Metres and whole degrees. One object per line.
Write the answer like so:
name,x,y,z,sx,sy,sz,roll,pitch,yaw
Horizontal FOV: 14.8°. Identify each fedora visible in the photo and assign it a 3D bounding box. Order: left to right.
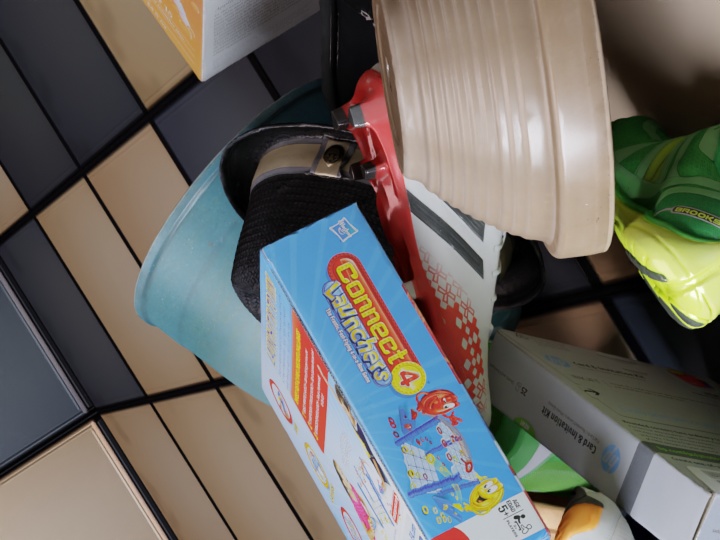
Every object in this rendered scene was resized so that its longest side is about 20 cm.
fedora,0.000,0.000,1.568,0.200,0.092,0.201,20,156,10

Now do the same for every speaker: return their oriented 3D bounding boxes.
speaker,0.098,0.087,1.588,0.089,0.088,0.200,52,-165,20

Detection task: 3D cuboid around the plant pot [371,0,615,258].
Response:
plant pot,0.057,-0.100,1.314,0.201,0.092,0.202,171,90,-86

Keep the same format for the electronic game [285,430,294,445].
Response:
electronic game,0.036,0.114,1.918,0.199,0.042,0.200,17,141,14

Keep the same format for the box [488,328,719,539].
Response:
box,0.173,0.098,1.422,0.156,0.041,0.200,13,-164,-36

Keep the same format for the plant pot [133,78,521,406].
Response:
plant pot,-0.009,0.014,1.753,0.188,0.200,0.200,41,162,15

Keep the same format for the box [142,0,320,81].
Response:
box,-0.091,-0.224,1.682,0.125,0.097,0.200,53,165,15

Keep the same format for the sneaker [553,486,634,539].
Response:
sneaker,0.148,0.180,1.376,0.092,0.076,0.200,8,143,25

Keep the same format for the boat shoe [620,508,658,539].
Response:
boat shoe,0.158,0.182,1.545,0.074,0.201,0.062,19,166,12

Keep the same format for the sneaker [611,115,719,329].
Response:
sneaker,0.161,-0.031,1.315,0.074,0.083,0.200,56,-175,-19

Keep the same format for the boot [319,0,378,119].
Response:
boot,0.044,-0.101,1.536,0.168,0.076,0.201,48,157,45

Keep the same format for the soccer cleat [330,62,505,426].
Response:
soccer cleat,0.049,-0.015,1.424,0.069,0.085,0.201,-165,57,-74

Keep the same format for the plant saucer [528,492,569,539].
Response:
plant saucer,0.104,0.151,1.684,0.200,0.199,0.038,-172,93,-71

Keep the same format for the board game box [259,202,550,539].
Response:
board game box,0.018,0.094,1.417,0.196,0.056,0.200,60,167,18
